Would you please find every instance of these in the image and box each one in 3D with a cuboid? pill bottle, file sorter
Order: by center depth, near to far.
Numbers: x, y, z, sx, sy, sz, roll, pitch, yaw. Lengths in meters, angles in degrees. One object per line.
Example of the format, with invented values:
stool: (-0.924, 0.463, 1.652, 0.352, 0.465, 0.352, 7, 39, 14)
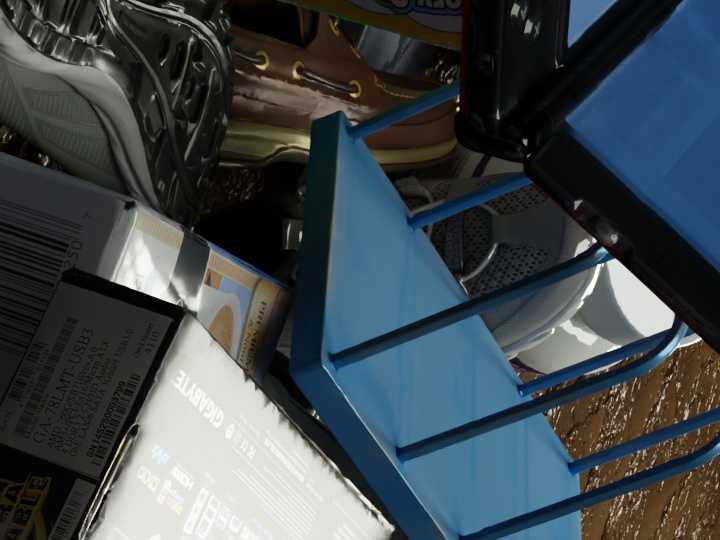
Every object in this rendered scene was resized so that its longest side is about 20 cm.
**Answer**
file sorter: (0.078, 0.039, 0.930, 0.200, 0.122, 0.139, 56, 23, -33)
pill bottle: (0.066, -0.012, 1.130, 0.112, 0.199, 0.113, -2, 93, -38)

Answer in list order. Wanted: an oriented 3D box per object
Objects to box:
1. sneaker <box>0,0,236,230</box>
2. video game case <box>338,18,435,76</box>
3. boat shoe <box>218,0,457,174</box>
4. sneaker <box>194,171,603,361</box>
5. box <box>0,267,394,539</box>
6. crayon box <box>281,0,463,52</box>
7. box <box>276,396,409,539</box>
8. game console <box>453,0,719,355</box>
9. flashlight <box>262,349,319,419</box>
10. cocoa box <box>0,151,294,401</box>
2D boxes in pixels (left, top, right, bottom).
sneaker: (-0.100, -0.076, 0.871, 0.200, 0.079, 0.074, 49, 51, -56)
video game case: (0.035, -0.161, 1.140, 0.201, 0.019, 0.143, -69, 168, 20)
boat shoe: (-0.026, -0.076, 1.028, 0.199, 0.072, 0.068, 0, 101, -50)
sneaker: (0.000, 0.000, 1.031, 0.082, 0.199, 0.075, 34, 48, -57)
box: (-0.075, 0.129, 0.778, 0.199, 0.049, 0.200, -64, 154, -14)
crayon box: (-0.011, -0.152, 0.874, 0.058, 0.199, 0.120, -31, 134, -57)
box: (-0.024, 0.144, 1.004, 0.095, 0.078, 0.200, -41, 154, -19)
game console: (0.124, -0.095, 0.814, 0.200, 0.118, 0.173, -44, 144, -47)
flashlight: (-0.079, 0.119, 1.043, 0.068, 0.067, 0.201, -96, -153, -63)
cocoa box: (-0.130, 0.067, 0.840, 0.131, 0.133, 0.201, 31, 78, -65)
